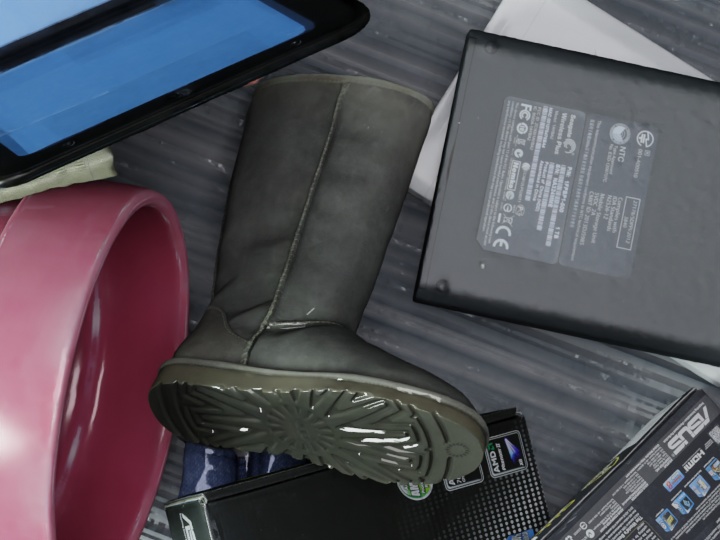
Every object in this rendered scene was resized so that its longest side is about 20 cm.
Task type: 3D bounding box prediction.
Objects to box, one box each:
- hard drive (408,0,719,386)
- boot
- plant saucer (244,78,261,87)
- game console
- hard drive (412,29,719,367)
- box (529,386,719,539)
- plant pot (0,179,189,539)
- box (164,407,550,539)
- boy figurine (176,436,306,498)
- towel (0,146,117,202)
[{"bbox_3d":[0.135,-0.049,1.502,0.200,0.027,0.132,32,84,0],"label":"hard drive"},{"bbox_3d":[0.001,-0.001,1.418,0.181,0.073,0.200,12,51,16],"label":"boot"},{"bbox_3d":[-0.079,-0.226,1.499,0.199,0.037,0.200,36,84,0],"label":"plant saucer"},{"bbox_3d":[-0.127,-0.140,1.344,0.200,0.116,0.176,-25,87,-20],"label":"game console"},{"bbox_3d":[0.137,-0.032,1.470,0.199,0.033,0.140,12,84,-2],"label":"hard drive"},{"bbox_3d":[0.150,0.178,1.432,0.161,0.049,0.200,47,58,2],"label":"box"},{"bbox_3d":[-0.195,0.045,1.399,0.178,0.200,0.201,10,84,12],"label":"plant pot"},{"bbox_3d":[0.017,0.184,1.420,0.193,0.047,0.201,-12,87,-35],"label":"box"},{"bbox_3d":[-0.057,0.169,1.444,0.124,0.064,0.201,2,80,-26],"label":"boy figurine"},{"bbox_3d":[-0.220,-0.072,1.407,0.199,0.193,0.035,-13,115,-6],"label":"towel"}]
